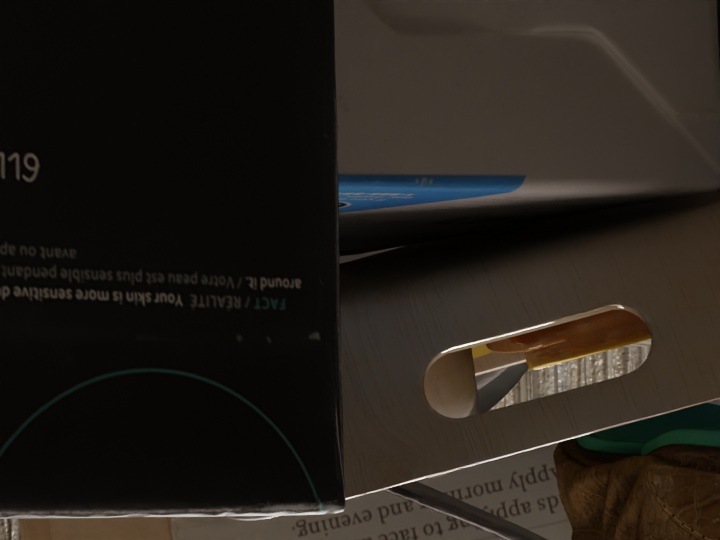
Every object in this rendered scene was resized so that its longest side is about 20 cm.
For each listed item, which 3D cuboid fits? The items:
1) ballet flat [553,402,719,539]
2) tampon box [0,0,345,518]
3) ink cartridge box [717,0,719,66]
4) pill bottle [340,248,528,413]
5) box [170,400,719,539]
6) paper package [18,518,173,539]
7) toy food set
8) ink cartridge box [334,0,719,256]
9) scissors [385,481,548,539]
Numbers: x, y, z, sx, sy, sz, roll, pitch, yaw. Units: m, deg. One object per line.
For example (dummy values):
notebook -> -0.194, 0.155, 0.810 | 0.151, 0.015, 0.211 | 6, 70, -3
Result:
ballet flat -> 0.082, 0.069, 0.672 | 0.068, 0.072, 0.200 | 5, 180, -4
tampon box -> -0.120, -0.016, 0.534 | 0.150, 0.126, 0.200 | 3, 175, -38
ink cartridge box -> 0.140, -0.058, 0.661 | 0.119, 0.042, 0.200 | 0, 173, -21
pill bottle -> 0.000, 0.000, 0.883 | 0.116, 0.116, 0.200 | -1, 175, -7
box -> 0.057, 0.114, 0.888 | 0.199, 0.131, 0.200 | -13, 177, 1
paper package -> -0.055, 0.087, 1.228 | 0.103, 0.191, 0.200 | -5, -170, 26
toy food set -> 0.044, 0.019, 0.664 | 0.143, 0.060, 0.200 | -15, -176, 4
ink cartridge box -> -0.022, -0.040, 0.645 | 0.116, 0.068, 0.200 | 0, 175, -31
scissors -> -0.030, 0.039, 0.755 | 0.200, 0.014, 0.073 | 22, 180, -36
